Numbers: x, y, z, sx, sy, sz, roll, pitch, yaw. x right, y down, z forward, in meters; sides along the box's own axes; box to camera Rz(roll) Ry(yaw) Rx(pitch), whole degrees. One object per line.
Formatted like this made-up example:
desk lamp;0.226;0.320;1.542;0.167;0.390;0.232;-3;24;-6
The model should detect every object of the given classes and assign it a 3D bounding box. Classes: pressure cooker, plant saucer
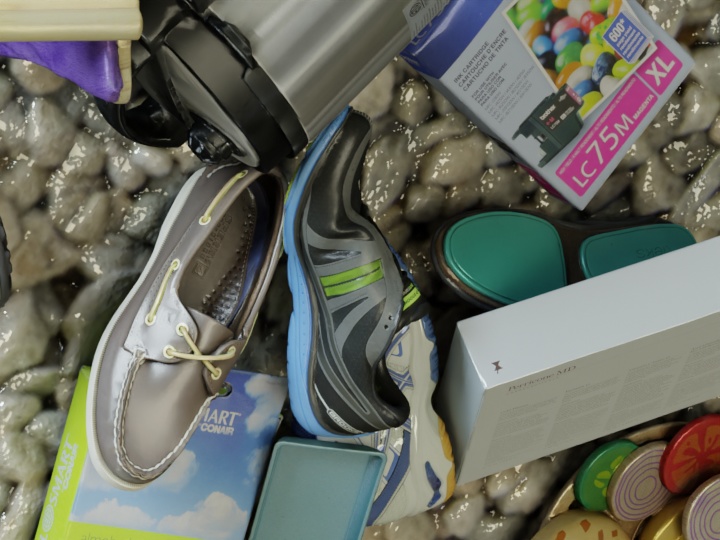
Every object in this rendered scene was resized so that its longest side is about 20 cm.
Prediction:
pressure cooker;-0.065;-0.151;1.355;0.200;0.178;0.176;-46;125;-6
plant saucer;-0.041;0.183;1.547;0.069;0.019;0.201;7;120;-15

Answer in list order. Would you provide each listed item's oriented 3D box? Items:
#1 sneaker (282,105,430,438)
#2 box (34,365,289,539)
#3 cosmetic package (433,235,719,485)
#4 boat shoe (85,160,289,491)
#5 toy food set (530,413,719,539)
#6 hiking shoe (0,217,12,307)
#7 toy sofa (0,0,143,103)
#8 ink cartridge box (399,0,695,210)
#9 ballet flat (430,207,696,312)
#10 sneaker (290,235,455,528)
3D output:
sneaker;0.000;0.000;1.448;0.082;0.071;0.201;3;111;13
box;-0.125;0.143;1.506;0.121;0.048;0.201;11;102;-31
cosmetic package;0.148;0.053;1.552;0.199;0.052;0.151;-17;158;-14
boat shoe;-0.094;0.028;1.433;0.072;0.059;0.201;32;69;-26
toy food set;0.197;0.190;1.688;0.200;0.049;0.198;38;88;-32
hiking shoe;-0.261;-0.053;1.361;0.100;0.076;0.201;-29;110;-6
toy sofa;-0.183;-0.145;1.284;0.082;0.200;0.098;-2;104;-27
ink cartridge box;0.101;-0.140;1.526;0.200;0.042;0.120;40;87;-30
ballet flat;0.116;0.000;1.566;0.199;0.073;0.074;-1;108;-32
sneaker;-0.002;0.069;1.528;0.088;0.075;0.201;-20;114;-17
